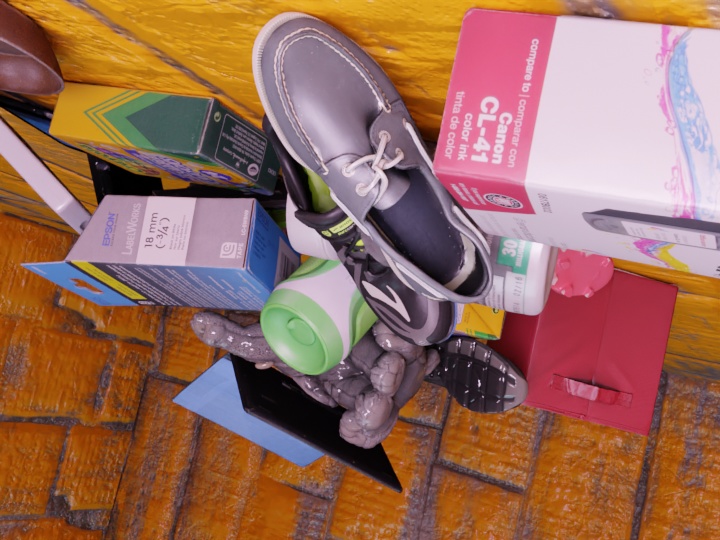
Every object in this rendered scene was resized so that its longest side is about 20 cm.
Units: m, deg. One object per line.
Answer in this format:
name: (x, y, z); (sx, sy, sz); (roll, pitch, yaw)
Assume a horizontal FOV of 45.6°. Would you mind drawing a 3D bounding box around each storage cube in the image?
storage cube: (0.261, 0.089, 1.064); (0.168, 0.183, 0.200); (14, 175, -8)

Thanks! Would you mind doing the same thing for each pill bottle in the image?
pill bottle: (0.051, -0.040, 0.649); (0.197, 0.115, 0.113); (11, 174, 17)

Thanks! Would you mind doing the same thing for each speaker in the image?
speaker: (0.000, 0.000, 0.754); (0.088, 0.200, 0.089); (24, 138, 24)

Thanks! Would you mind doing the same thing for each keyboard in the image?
keyboard: (-0.102, -0.073, 0.829); (0.197, 0.021, 0.127); (-5, -160, -23)

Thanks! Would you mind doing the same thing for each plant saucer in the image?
plant saucer: (-0.306, -0.177, 0.607); (0.197, 0.035, 0.200); (14, 175, 1)

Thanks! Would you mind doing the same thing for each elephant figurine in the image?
elephant figurine: (-0.039, 0.072, 0.852); (0.198, 0.142, 0.156); (22, 154, 21)

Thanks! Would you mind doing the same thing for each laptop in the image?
laptop: (-0.083, 0.177, 0.886); (0.186, 0.117, 0.200); (32, -171, -23)

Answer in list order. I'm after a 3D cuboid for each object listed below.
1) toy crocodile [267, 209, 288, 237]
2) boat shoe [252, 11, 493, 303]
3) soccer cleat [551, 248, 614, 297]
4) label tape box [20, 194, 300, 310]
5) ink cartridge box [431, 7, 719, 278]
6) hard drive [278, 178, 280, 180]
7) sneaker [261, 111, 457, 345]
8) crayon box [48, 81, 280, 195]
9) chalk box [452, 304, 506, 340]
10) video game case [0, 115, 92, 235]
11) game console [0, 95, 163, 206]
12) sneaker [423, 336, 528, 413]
toy crocodile: (-0.045, -0.046, 0.884); (0.067, 0.063, 0.199); (16, -158, 39)
boat shoe: (0.015, -0.057, 0.482); (0.201, 0.073, 0.062); (53, 172, -29)
soccer cleat: (0.169, -0.025, 0.855); (0.197, 0.067, 0.077); (11, -152, -27)
label tape box: (-0.166, -0.012, 0.749); (0.197, 0.064, 0.144); (2, 164, 12)
ink cartridge box: (0.149, -0.054, 0.422); (0.197, 0.087, 0.147); (13, 175, 21)
hard drive: (-0.157, -0.054, 1.043); (0.138, 0.038, 0.200); (-28, 180, -9)
sneaker: (-0.005, -0.030, 0.562); (0.070, 0.201, 0.083); (-24, -166, 28)
crayon box: (-0.185, -0.120, 0.776); (0.197, 0.052, 0.125); (12, 174, 26)
chalk box: (0.082, 0.005, 0.968); (0.122, 0.126, 0.200); (14, 173, -10)
video game case: (-0.317, -0.101, 0.826); (0.200, 0.023, 0.182); (45, 170, 10)
game console: (-0.305, -0.102, 0.962); (0.115, 0.179, 0.200); (-15, 172, 5)
sneaker: (0.114, 0.103, 0.957); (0.078, 0.077, 0.199); (0, -169, -42)
